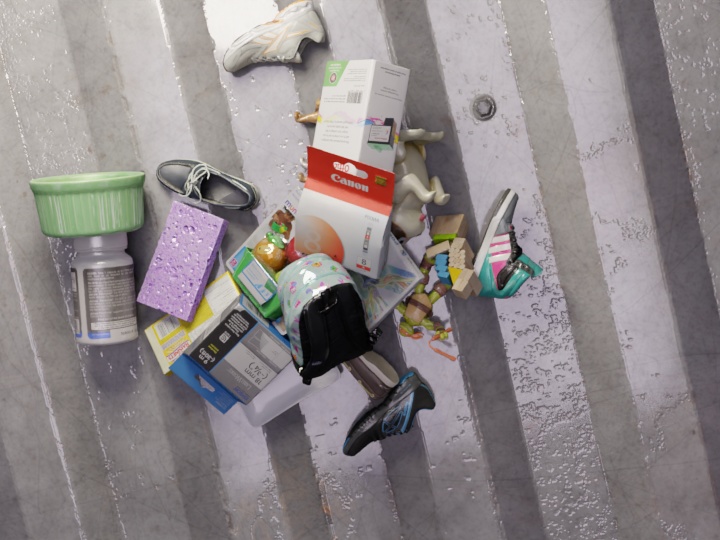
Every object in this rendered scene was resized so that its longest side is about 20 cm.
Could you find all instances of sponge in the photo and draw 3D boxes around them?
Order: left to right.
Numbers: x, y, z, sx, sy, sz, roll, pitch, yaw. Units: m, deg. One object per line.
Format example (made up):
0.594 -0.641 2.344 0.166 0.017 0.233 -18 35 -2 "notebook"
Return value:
-0.328 -0.016 1.647 0.111 0.030 0.202 21 90 15 "sponge"

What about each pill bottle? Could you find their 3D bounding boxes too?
-0.470 0.029 1.633 0.112 0.114 0.202 -2 96 4 "pill bottle"

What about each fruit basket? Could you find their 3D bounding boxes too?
-0.128 -0.018 1.591 0.200 0.094 0.186 -46 72 15 "fruit basket"

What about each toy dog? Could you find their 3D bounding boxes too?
0.061 -0.144 1.581 0.192 0.139 0.202 -1 94 17 "toy dog"

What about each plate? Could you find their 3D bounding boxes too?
-0.166 0.161 1.666 0.199 0.032 0.201 -31 92 5 "plate"

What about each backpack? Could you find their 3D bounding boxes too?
-0.065 0.074 1.501 0.166 0.201 0.127 -31 50 -18 "backpack"

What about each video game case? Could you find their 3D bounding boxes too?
0.000 0.000 1.578 0.183 0.022 0.200 53 129 13 "video game case"

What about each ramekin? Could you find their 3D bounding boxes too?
-0.480 -0.118 1.589 0.198 0.200 0.099 -2 100 4 "ramekin"

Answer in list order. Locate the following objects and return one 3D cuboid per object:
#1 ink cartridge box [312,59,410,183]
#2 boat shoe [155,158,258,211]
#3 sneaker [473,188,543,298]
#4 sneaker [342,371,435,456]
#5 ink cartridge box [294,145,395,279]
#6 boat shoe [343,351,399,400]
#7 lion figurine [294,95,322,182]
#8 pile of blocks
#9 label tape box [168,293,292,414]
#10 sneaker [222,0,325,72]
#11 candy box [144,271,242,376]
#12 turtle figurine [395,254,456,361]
-0.004 -0.248 1.512 0.083 0.144 0.202 7 95 -36 "ink cartridge box"
-0.286 -0.156 1.637 0.198 0.062 0.076 22 97 2 "boat shoe"
0.275 -0.035 1.597 0.120 0.084 0.202 21 103 7 "sneaker"
0.051 0.281 1.640 0.200 0.073 0.082 -44 92 6 "sneaker"
-0.028 -0.091 1.462 0.161 0.050 0.201 20 138 15 "ink cartridge box"
-0.017 0.151 1.638 0.200 0.072 0.060 46 110 6 "boat shoe"
-0.055 -0.239 1.613 0.121 0.072 0.202 -4 96 3 "lion figurine"
0.166 -0.013 1.580 0.081 0.201 0.062 -21 132 16 "pile of blocks"
-0.231 0.164 1.602 0.144 0.063 0.200 43 100 -15 "label tape box"
-0.154 -0.402 1.609 0.199 0.076 0.092 -31 96 6 "sneaker"
-0.300 0.099 1.655 0.199 0.026 0.103 -34 67 6 "candy box"
0.119 0.065 1.624 0.199 0.064 0.162 31 86 18 "turtle figurine"
